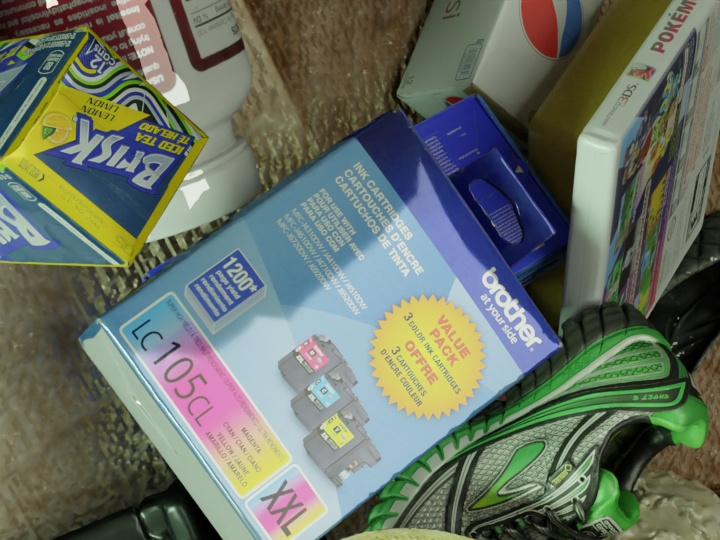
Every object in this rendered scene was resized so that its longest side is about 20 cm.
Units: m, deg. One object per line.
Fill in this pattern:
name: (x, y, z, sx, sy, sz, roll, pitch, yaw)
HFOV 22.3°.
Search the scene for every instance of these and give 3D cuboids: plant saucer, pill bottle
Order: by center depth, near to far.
pill bottle: (-0.117, -0.116, 0.825, 0.113, 0.113, 0.200, -28, 106, -34)
plant saucer: (0.141, -0.066, 1.009, 0.200, 0.048, 0.200, -53, 154, -36)

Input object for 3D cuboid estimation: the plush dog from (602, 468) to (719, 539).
plush dog: (0.122, 0.143, 0.968, 0.200, 0.172, 0.161, -26, 107, -36)

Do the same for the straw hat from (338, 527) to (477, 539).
straw hat: (0.011, 0.212, 0.849, 0.201, 0.085, 0.201, 0, 85, -5)

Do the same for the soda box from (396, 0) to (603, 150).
soda box: (0.095, -0.166, 1.015, 0.068, 0.064, 0.200, 35, 68, -33)

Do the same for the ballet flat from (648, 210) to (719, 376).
ballet flat: (0.195, 0.029, 1.097, 0.200, 0.057, 0.066, -50, 117, -30)

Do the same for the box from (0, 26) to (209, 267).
box: (-0.151, -0.046, 0.742, 0.070, 0.200, 0.064, 42, 66, -31)

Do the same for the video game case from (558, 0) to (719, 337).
video game case: (0.149, -0.043, 0.951, 0.182, 0.023, 0.200, -53, 155, -39)

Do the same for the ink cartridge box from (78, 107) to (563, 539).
ink cartridge box: (-0.006, 0.022, 0.826, 0.200, 0.076, 0.136, -37, 94, -20)

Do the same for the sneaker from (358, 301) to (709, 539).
sneaker: (0.079, 0.106, 0.878, 0.200, 0.085, 0.078, -43, 144, 3)

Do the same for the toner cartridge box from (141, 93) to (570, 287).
toner cartridge box: (0.000, 0.000, 0.904, 0.200, 0.043, 0.095, -29, 77, -19)

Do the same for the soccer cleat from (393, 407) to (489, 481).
soccer cleat: (0.030, 0.020, 0.973, 0.069, 0.078, 0.200, 14, 61, -29)

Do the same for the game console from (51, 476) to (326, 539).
game console: (-0.088, 0.194, 0.906, 0.200, 0.116, 0.176, 70, 25, -16)
